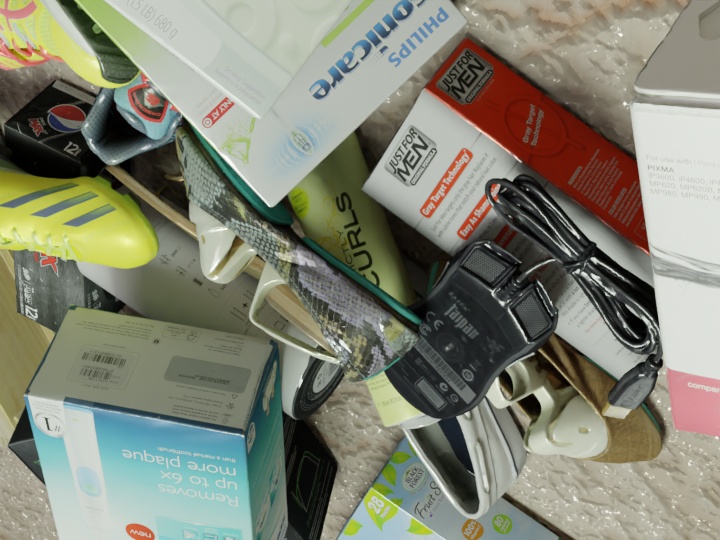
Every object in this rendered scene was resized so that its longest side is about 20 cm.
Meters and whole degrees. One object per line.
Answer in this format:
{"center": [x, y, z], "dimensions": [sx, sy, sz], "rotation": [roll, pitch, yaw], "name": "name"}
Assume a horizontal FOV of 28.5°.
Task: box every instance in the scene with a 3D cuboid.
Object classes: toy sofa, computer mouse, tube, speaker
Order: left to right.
{"center": [-0.310, 0.051, 1.189], "dimensions": [0.097, 0.083, 0.201], "rotation": [5, 129, 39], "name": "toy sofa"}
{"center": [-0.101, 0.018, 0.991], "dimensions": [0.199, 0.081, 0.081], "rotation": [31, 140, 18], "name": "speaker"}
{"center": [0.000, 0.000, 0.912], "dimensions": [0.052, 0.058, 0.201], "rotation": [72, 177, -88], "name": "tube"}
{"center": [0.098, 0.038, 0.813], "dimensions": [0.140, 0.046, 0.200], "rotation": [42, 138, 9], "name": "computer mouse"}

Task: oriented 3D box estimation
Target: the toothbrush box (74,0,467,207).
{"center": [-0.064, -0.159, 0.761], "dimensions": [0.146, 0.086, 0.200], "rotation": [-42, 101, 4], "name": "toothbrush box"}

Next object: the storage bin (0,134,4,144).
{"center": [-0.350, -0.088, 1.060], "dimensions": [0.134, 0.146, 0.201], "rotation": [5, 131, 19], "name": "storage bin"}

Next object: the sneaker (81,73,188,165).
{"center": [-0.104, -0.118, 0.874], "dimensions": [0.079, 0.096, 0.200], "rotation": [47, 139, -11], "name": "sneaker"}

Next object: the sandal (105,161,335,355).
{"center": [-0.066, -0.030, 0.912], "dimensions": [0.211, 0.070, 0.078], "rotation": [38, 178, 21], "name": "sandal"}

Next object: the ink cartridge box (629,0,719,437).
{"center": [0.202, -0.035, 0.688], "dimensions": [0.084, 0.146, 0.201], "rotation": [7, 132, 32], "name": "ink cartridge box"}

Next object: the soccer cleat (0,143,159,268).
{"center": [-0.224, -0.033, 0.947], "dimensions": [0.199, 0.084, 0.065], "rotation": [20, 137, 24], "name": "soccer cleat"}

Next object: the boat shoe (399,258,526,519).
{"center": [0.049, 0.081, 0.967], "dimensions": [0.073, 0.065, 0.200], "rotation": [-18, 113, 44], "name": "boat shoe"}

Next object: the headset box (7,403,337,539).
{"center": [-0.144, 0.139, 1.089], "dimensions": [0.173, 0.093, 0.200], "rotation": [-15, 128, 27], "name": "headset box"}

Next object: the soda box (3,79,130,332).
{"center": [-0.215, -0.038, 1.053], "dimensions": [0.070, 0.063, 0.201], "rotation": [26, 139, 14], "name": "soda box"}

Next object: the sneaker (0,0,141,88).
{"center": [-0.192, -0.154, 0.866], "dimensions": [0.200, 0.078, 0.091], "rotation": [46, 118, 40], "name": "sneaker"}

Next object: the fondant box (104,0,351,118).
{"center": [-0.047, -0.196, 0.684], "dimensions": [0.144, 0.200, 0.058], "rotation": [37, -178, -9], "name": "fondant box"}

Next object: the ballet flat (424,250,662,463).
{"center": [0.111, 0.071, 0.908], "dimensions": [0.200, 0.072, 0.068], "rotation": [47, 135, -10], "name": "ballet flat"}

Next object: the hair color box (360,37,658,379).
{"center": [0.109, -0.032, 0.824], "dimensions": [0.200, 0.061, 0.102], "rotation": [36, 140, 1], "name": "hair color box"}

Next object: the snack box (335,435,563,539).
{"center": [0.078, 0.241, 1.093], "dimensions": [0.199, 0.068, 0.169], "rotation": [34, 140, 7], "name": "snack box"}

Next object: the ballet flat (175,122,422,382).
{"center": [-0.055, -0.007, 0.834], "dimensions": [0.200, 0.072, 0.072], "rotation": [42, 141, 17], "name": "ballet flat"}

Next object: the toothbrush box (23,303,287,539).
{"center": [-0.130, 0.131, 0.952], "dimensions": [0.145, 0.086, 0.201], "rotation": [10, 136, 9], "name": "toothbrush box"}
